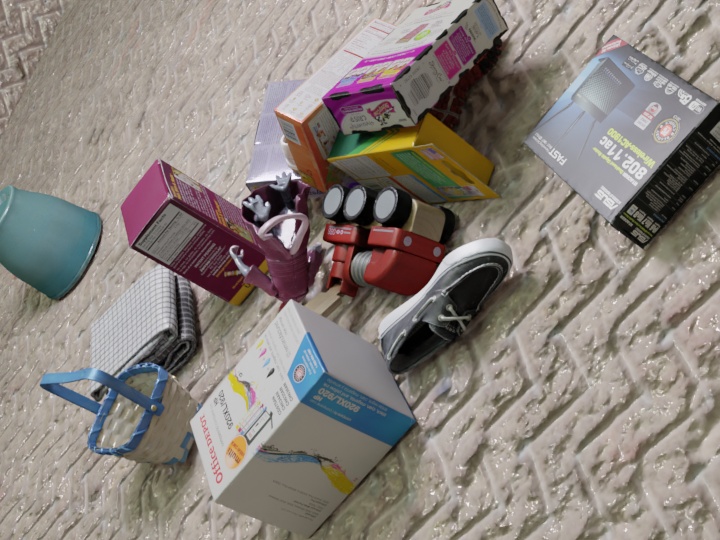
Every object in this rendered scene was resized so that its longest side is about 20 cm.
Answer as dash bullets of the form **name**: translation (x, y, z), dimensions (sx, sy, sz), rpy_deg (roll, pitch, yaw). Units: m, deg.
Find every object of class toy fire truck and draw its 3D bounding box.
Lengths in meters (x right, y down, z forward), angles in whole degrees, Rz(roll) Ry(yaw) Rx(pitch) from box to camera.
- **toy fire truck**: translation (0.000, 0.000, 1.267), dimensions (0.176, 0.128, 0.201), rpy_deg (9, 83, 54)

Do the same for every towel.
- **towel**: translation (-0.344, 0.110, 1.652), dimensions (0.200, 0.085, 0.166), rpy_deg (-41, 38, 22)

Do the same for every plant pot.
- **plant pot**: translation (-0.665, -0.071, 2.109), dimensions (0.200, 0.188, 0.201), rpy_deg (-34, 40, 34)

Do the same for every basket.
- **basket**: translation (-0.336, 0.193, 1.461), dimensions (0.176, 0.200, 0.140), rpy_deg (-8, 58, 48)

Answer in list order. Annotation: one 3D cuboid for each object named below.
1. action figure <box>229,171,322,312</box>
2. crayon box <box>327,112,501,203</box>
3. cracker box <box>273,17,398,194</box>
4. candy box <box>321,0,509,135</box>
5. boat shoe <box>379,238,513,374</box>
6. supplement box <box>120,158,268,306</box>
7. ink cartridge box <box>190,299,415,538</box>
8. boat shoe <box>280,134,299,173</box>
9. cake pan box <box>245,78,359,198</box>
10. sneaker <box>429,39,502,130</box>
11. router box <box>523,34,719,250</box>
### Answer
- **action figure**: translation (-0.089, -0.020, 1.361), dimensions (0.133, 0.201, 0.149), rpy_deg (-20, 32, -20)
- **crayon box**: translation (0.070, -0.133, 1.261), dimensions (0.200, 0.126, 0.052), rpy_deg (0, 64, 52)
- **cracker box**: translation (-0.011, -0.215, 1.356), dimensions (0.058, 0.134, 0.200), rpy_deg (30, 65, 35)
- **candy box**: translation (0.066, -0.247, 1.239), dimensions (0.136, 0.061, 0.200), rpy_deg (2, 44, 52)
- **boat shoe**: translation (0.094, 0.045, 1.136), dimensions (0.200, 0.072, 0.068), rpy_deg (-40, 35, 30)
- **supplement box**: translation (-0.241, -0.055, 1.539), dimensions (0.103, 0.200, 0.131), rpy_deg (-48, 33, 14)
- **ink cartridge box**: translation (-0.070, 0.171, 1.182), dimensions (0.200, 0.144, 0.147), rpy_deg (-50, 35, 14)
- **boat shoe**: translation (-0.039, -0.226, 1.418), dimensions (0.071, 0.069, 0.200), rpy_deg (22, 68, 31)
- **cake pan box**: translation (-0.059, -0.196, 1.481), dimensions (0.183, 0.052, 0.201), rpy_deg (-3, 58, 17)
- **sneaker**: translation (0.103, -0.241, 1.363), dimensions (0.200, 0.078, 0.082), rpy_deg (-49, 29, -3)
- **router box**: translation (0.272, -0.135, 1.054), dimensions (0.150, 0.062, 0.200), rpy_deg (-51, 34, 13)
